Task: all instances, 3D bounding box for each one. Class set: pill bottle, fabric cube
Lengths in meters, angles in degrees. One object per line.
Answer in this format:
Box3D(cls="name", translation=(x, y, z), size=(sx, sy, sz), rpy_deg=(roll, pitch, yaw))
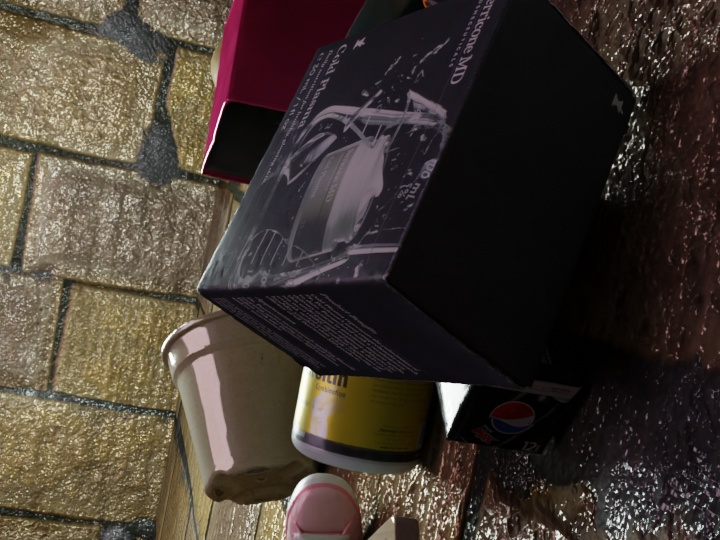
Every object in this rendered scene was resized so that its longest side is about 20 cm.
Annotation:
Box3D(cls="pill bottle", translation=(0.012, 0.060, 0.849), size=(0.112, 0.111, 0.201), rpy_deg=(-163, 83, -75))
Box3D(cls="fabric cube", translation=(-0.057, -0.214, 1.133), size=(0.200, 0.195, 0.201), rpy_deg=(134, 145, -66))

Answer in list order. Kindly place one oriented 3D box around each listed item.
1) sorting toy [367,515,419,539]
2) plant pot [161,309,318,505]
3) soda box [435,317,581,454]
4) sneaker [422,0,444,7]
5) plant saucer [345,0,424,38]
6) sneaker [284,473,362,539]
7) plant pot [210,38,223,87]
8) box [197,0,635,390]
Box3D(cls="sorting toy", translation=(0.024, 0.306, 0.722), size=(0.200, 0.069, 0.200), rpy_deg=(121, 154, -53))
Box3D(cls="plant pot", translation=(-0.130, 0.170, 1.207), size=(0.201, 0.199, 0.184), rpy_deg=(120, 145, -52))
Box3D(cls="soda box", translation=(0.084, 0.023, 0.680), size=(0.201, 0.070, 0.064), rpy_deg=(-97, 22, -49))
Box3D(cls="sneaker", translation=(0.083, -0.235, 0.852), size=(0.200, 0.077, 0.079), rpy_deg=(140, 136, -70))
Box3D(cls="plant saucer", translation=(0.024, -0.196, 0.934), size=(0.201, 0.027, 0.200), rpy_deg=(-56, -12, -17))
Box3D(cls="sneaker", translation=(-0.035, 0.296, 0.941), size=(0.105, 0.075, 0.201), rpy_deg=(-105, 21, -68))
Box3D(cls="plant pot", translation=(-0.092, -0.201, 1.339), size=(0.187, 0.185, 0.201), rpy_deg=(120, 142, -53))
Box3D(cls="box", translation=(0.031, -0.045, 0.618), size=(0.196, 0.124, 0.201), rpy_deg=(-3, 57, 51))
